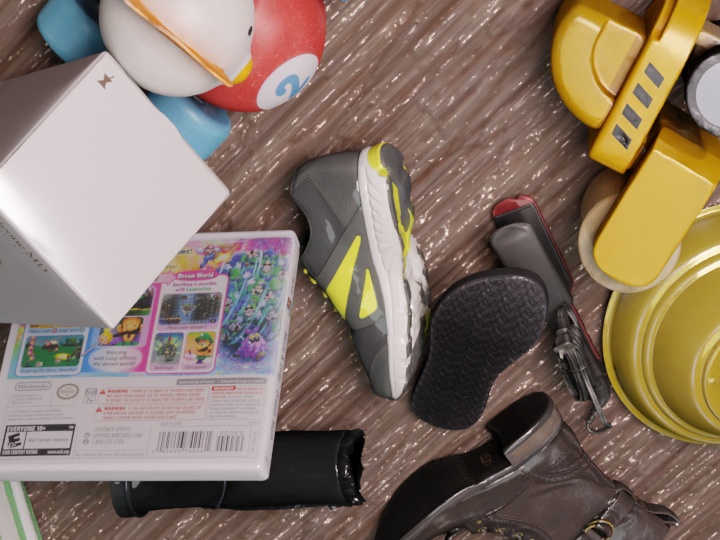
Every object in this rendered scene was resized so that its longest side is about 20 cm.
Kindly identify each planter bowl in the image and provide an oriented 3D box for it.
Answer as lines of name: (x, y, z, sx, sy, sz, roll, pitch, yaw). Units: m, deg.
planter bowl: (0.283, 0.058, 1.228, 0.198, 0.084, 0.203, -2, 114, -6)

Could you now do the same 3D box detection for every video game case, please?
video game case: (-0.147, 0.056, 1.141, 0.197, 0.184, 0.024, -2, 147, 13)

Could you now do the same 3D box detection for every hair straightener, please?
hair straightener: (0.142, 0.047, 1.225, 0.040, 0.077, 0.202, -14, 119, 18)

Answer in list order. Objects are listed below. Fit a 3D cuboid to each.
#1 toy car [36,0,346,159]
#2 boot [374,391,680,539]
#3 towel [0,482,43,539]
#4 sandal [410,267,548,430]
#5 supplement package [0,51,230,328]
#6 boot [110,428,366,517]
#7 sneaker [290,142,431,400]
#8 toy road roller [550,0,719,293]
toy car: (-0.098, -0.152, 1.045, 0.176, 0.201, 0.184, 39, 108, -20)
boot: (0.129, 0.206, 1.305, 0.199, 0.069, 0.174, -37, 112, 11)
towel: (-0.350, 0.202, 1.301, 0.197, 0.023, 0.154, -12, 117, 2)
sandal: (0.081, 0.048, 1.216, 0.074, 0.045, 0.201, 20, 144, -2)
supplement package: (-0.199, -0.047, 1.075, 0.121, 0.199, 0.120, 49, 66, -21)
boot: (-0.082, 0.141, 1.202, 0.160, 0.198, 0.074, 1, 82, 7)
sneaker: (0.000, 0.000, 1.206, 0.084, 0.075, 0.202, 2, 117, 17)
toy road roller: (0.179, -0.103, 1.135, 0.145, 0.123, 0.202, 27, 110, 0)
